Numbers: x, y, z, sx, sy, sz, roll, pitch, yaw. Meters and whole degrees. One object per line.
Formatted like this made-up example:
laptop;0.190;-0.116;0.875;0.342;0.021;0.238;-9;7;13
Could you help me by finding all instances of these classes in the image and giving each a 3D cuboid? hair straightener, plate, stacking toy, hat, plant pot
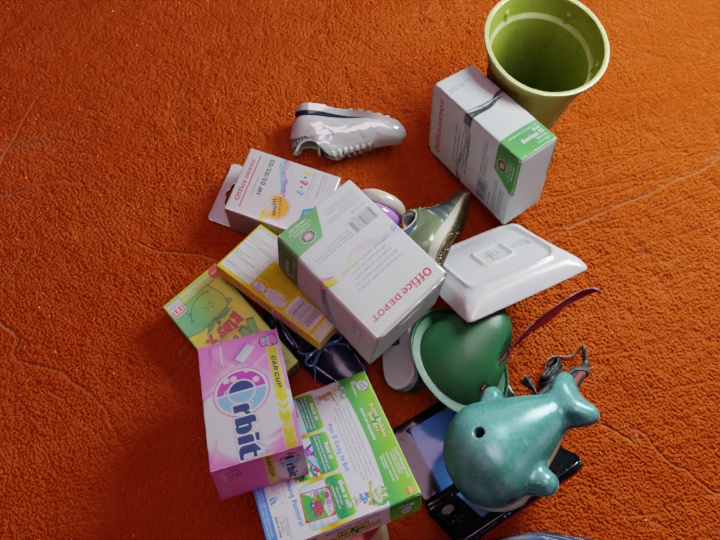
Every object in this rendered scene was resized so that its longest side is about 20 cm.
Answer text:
hair straightener;0.268;0.156;0.936;0.076;0.042;0.199;23;41;30
plate;0.197;-0.012;0.975;0.195;0.033;0.200;-22;25;-10
stacking toy;0.003;-0.018;1.019;0.083;0.086;0.205;18;74;6
hat;0.185;0.071;0.892;0.165;0.177;0.200;42;42;6
plant pot;0.279;-0.313;1.089;0.193;0.185;0.207;1;67;-3

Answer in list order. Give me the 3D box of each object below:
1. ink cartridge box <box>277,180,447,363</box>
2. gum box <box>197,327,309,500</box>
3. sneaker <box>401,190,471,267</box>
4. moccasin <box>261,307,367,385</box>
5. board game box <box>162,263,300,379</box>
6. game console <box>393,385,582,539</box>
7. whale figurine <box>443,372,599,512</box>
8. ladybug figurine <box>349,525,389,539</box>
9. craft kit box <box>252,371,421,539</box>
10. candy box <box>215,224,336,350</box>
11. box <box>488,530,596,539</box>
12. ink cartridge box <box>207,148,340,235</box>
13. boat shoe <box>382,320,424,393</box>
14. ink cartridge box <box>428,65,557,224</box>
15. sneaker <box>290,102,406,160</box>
ink cartridge box;0.000;0.000;0.911;0.144;0.088;0.199;-39;70;-24
gum box;-0.142;0.173;0.848;0.110;0.067;0.203;-14;45;-8
sneaker;0.108;-0.077;1.016;0.087;0.069;0.201;16;36;15
moccasin;-0.075;0.104;0.964;0.197;0.069;0.081;34;70;12
board game box;-0.189;0.100;0.972;0.101;0.048;0.200;-39;74;-17
game console;0.164;0.243;0.894;0.196;0.172;0.121;-28;97;-13
whale figurine;0.189;0.198;0.807;0.197;0.104;0.161;-35;44;6
ladybug figurine;-0.043;0.327;0.870;0.135;0.072;0.200;-42;75;-17
craft kit box;-0.047;0.244;0.846;0.192;0.049;0.202;-18;45;-11
candy box;-0.105;0.020;0.958;0.197;0.027;0.102;34;54;17
box;0.169;0.389;0.779;0.192;0.201;0.127;-9;72;-6
ink cartridge box;-0.140;-0.113;1.052;0.194;0.068;0.118;18;67;5
boat shoe;0.065;0.079;0.985;0.069;0.063;0.207;-11;69;32
ink cartridge box;0.200;-0.200;1.042;0.082;0.148;0.201;-30;61;-18
sneaker;-0.020;-0.222;1.109;0.193;0.077;0.083;6;78;5
